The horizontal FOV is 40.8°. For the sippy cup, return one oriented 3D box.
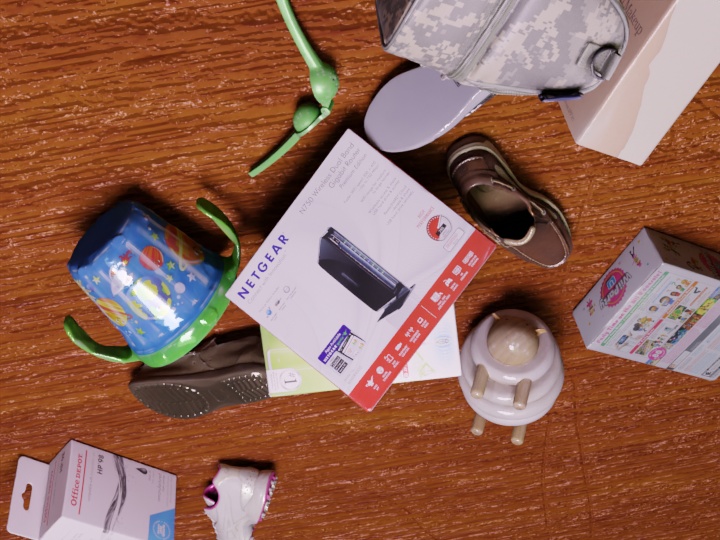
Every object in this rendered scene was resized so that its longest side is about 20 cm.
[{"bbox_3d":[-0.215,0.005,0.970,0.130,0.179,0.139,45,156,-28],"label":"sippy cup"}]

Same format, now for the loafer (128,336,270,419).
[{"bbox_3d":[-0.178,0.122,1.130,0.198,0.068,0.076,-8,134,22],"label":"loafer"}]

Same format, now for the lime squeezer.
[{"bbox_3d":[-0.058,-0.155,0.892,0.070,0.038,0.201,4,134,-12],"label":"lime squeezer"}]

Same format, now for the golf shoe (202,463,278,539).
[{"bbox_3d":[-0.179,0.332,1.340,0.091,0.076,0.201,19,128,-5],"label":"golf shoe"}]

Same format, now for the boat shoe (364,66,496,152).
[{"bbox_3d":[0.093,-0.170,0.883,0.199,0.069,0.056,-31,169,28],"label":"boat shoe"}]

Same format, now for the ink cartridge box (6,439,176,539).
[{"bbox_3d":[-0.338,0.297,1.239,0.199,0.117,0.067,27,125,-31],"label":"ink cartridge box"}]

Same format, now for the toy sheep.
[{"bbox_3d":[0.174,0.121,1.134,0.136,0.139,0.201,-6,146,-2],"label":"toy sheep"}]

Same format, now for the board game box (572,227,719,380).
[{"bbox_3d":[0.375,0.045,1.135,0.198,0.065,0.148,15,129,-24],"label":"board game box"}]

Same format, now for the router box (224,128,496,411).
[{"bbox_3d":[0.000,0.000,0.929,0.179,0.049,0.201,37,95,2],"label":"router box"}]

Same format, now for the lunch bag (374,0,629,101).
[{"bbox_3d":[0.106,-0.229,0.731,0.166,0.201,0.140,14,132,-20],"label":"lunch bag"}]

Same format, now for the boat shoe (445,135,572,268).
[{"bbox_3d":[0.157,-0.050,1.000,0.074,0.075,0.202,-35,129,25],"label":"boat shoe"}]

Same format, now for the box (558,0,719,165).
[{"bbox_3d":[0.262,-0.204,0.854,0.077,0.096,0.201,14,129,-20],"label":"box"}]

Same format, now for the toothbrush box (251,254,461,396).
[{"bbox_3d":[-0.002,0.041,1.000,0.197,0.086,0.147,-6,94,4],"label":"toothbrush box"}]
